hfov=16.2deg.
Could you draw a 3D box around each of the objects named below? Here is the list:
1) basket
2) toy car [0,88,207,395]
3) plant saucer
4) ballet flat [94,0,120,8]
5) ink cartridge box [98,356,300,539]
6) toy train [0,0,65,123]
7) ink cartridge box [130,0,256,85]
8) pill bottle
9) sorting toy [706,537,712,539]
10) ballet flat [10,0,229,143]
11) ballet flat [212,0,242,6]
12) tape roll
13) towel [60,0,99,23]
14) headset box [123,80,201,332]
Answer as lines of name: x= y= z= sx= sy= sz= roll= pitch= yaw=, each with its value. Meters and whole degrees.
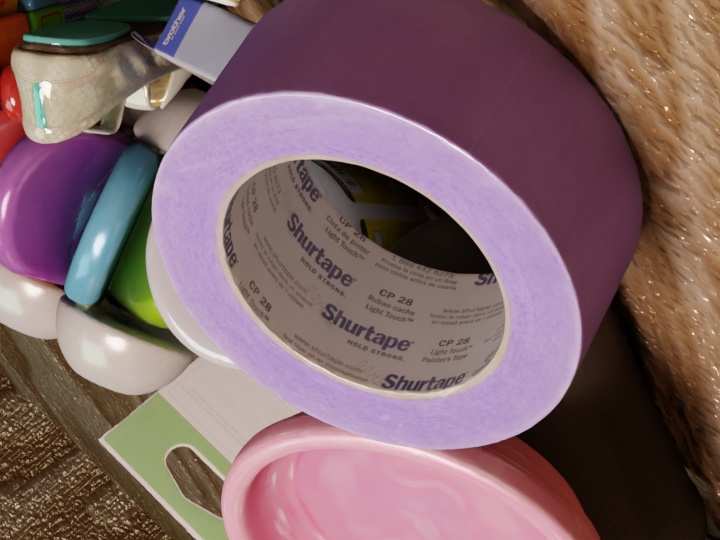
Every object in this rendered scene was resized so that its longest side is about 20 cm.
basket: x=0.075 y=0.074 z=1.289 sx=0.180 sy=0.136 sz=0.200 roll=3 pitch=141 yaw=19
toy car: x=-0.160 y=-0.039 z=1.445 sx=0.150 sy=0.175 sz=0.200 roll=21 pitch=-174 yaw=-46
plant saucer: x=0.032 y=0.128 z=1.234 sx=0.200 sy=0.051 sz=0.201 roll=17 pitch=141 yaw=14
ballet flat: x=-0.157 y=-0.189 z=1.508 sx=0.067 sy=0.046 sz=0.200 roll=14 pitch=-155 yaw=-50
ink cartridge box: x=-0.042 y=0.095 z=1.598 sx=0.145 sy=0.200 sz=0.048 roll=42 pitch=164 yaw=26
toy train: x=-0.214 y=-0.132 z=1.331 sx=0.200 sy=0.084 sz=0.116 roll=-33 pitch=-61 yaw=-67
ink cartridge box: x=-0.022 y=-0.087 z=1.261 sx=0.119 sy=0.042 sz=0.200 roll=26 pitch=180 yaw=-35
pill bottle: x=-0.026 y=-0.007 z=1.325 sx=0.112 sy=0.112 sz=0.200 roll=45 pitch=-167 yaw=13
sorting toy: x=0.117 y=0.207 z=1.389 sx=0.070 sy=0.200 sz=0.199 roll=51 pitch=167 yaw=-25
ballet flat: x=-0.131 y=-0.109 z=1.362 sx=0.067 sy=0.200 sz=0.063 roll=7 pitch=106 yaw=23
ballet flat: x=-0.067 y=-0.158 z=1.222 sx=0.064 sy=0.076 sz=0.200 roll=42 pitch=171 yaw=-9
tape roll: x=0.016 y=-0.022 z=1.105 sx=0.200 sy=0.085 sz=0.200 roll=17 pitch=136 yaw=17
towel: x=-0.233 y=-0.188 z=1.593 sx=0.200 sy=0.145 sz=0.024 roll=42 pitch=127 yaw=25
headset box: x=-0.151 y=-0.056 z=1.616 sx=0.200 sy=0.149 sz=0.077 roll=40 pitch=172 yaw=35
